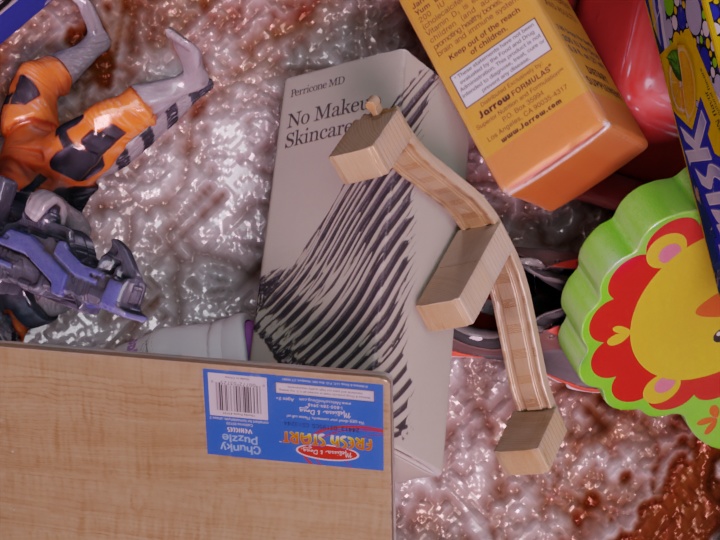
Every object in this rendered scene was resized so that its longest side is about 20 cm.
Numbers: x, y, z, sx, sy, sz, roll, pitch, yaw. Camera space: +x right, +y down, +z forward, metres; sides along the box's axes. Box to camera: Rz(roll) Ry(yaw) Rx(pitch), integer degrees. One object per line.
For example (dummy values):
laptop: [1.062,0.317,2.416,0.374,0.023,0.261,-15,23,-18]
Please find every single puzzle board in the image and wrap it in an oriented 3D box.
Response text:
puzzle board: [-0.081,0.102,0.840,0.199,0.017,0.152,4,119,9]

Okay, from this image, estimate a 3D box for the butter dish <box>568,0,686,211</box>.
butter dish: [0.201,-0.124,0.957,0.198,0.148,0.201,16,82,-13]

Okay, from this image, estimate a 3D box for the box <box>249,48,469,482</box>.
box: [0.000,0.000,0.895,0.068,0.082,0.201,32,55,-48]

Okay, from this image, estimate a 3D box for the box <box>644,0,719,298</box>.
box: [0.184,-0.065,0.824,0.064,0.070,0.201,-7,74,-11]

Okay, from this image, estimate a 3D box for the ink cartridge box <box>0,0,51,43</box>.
ink cartridge box: [-0.171,-0.141,0.836,0.094,0.200,0.044,-43,96,-13]

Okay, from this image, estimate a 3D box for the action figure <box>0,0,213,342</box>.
action figure: [-0.136,-0.027,0.877,0.194,0.200,0.105,-58,143,-4]

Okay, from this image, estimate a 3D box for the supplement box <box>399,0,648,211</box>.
supplement box: [0.065,-0.132,0.924,0.069,0.066,0.201,-35,70,20]

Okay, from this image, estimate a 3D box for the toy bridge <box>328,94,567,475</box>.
toy bridge: [0.050,0.001,0.871,0.201,0.027,0.067,61,39,-25]

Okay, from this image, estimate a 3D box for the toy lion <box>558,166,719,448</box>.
toy lion: [0.194,0.021,0.930,0.191,0.069,0.201,-22,134,-7]

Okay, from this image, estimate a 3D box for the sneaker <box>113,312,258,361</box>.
sneaker: [-0.081,0.124,0.917,0.099,0.075,0.201,-6,90,9]

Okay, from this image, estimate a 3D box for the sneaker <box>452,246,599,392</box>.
sneaker: [0.114,0.024,0.956,0.199,0.082,0.078,3,85,-14]
